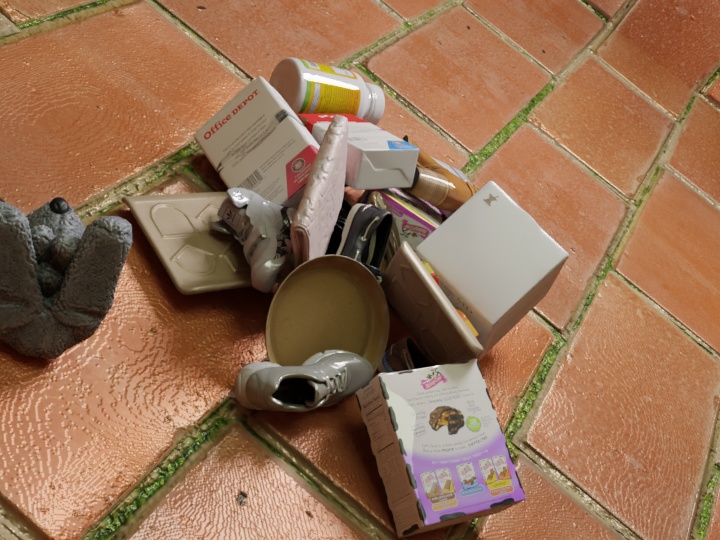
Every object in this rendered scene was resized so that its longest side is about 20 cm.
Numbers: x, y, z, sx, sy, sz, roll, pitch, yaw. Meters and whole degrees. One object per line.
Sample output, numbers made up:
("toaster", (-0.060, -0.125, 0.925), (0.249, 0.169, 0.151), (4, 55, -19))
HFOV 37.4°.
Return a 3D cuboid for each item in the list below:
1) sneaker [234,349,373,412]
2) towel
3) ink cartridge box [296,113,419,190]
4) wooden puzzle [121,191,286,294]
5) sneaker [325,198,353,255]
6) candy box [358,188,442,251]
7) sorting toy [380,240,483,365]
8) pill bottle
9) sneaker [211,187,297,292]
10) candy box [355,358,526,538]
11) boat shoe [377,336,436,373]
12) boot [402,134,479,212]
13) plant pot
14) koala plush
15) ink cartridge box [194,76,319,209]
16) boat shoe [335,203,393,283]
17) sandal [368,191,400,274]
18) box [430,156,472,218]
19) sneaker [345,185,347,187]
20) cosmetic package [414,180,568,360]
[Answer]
("sneaker", (-0.056, 0.151, 1.369), (0.199, 0.076, 0.092), (-7, 11, -34))
("towel", (-0.058, -0.085, 1.487), (0.032, 0.191, 0.201), (13, 58, 5))
("ink cartridge box", (-0.013, -0.194, 1.706), (0.116, 0.068, 0.200), (-6, 26, -35))
("wooden puzzle", (-0.224, -0.035, 1.509), (0.185, 0.046, 0.200), (-7, 48, -46))
("sneaker", (-0.037, -0.069, 1.651), (0.099, 0.070, 0.201), (64, 9, -50))
("candy box", (0.067, -0.097, 1.763), (0.136, 0.061, 0.200), (33, 14, -5))
("sorting toy", (0.101, 0.060, 1.518), (0.036, 0.200, 0.186), (-32, 79, -16))
("pill bottle", (-0.058, -0.311, 1.919), (0.199, 0.111, 0.111), (5, 45, -38))
("sneaker", (-0.153, -0.047, 1.477), (0.114, 0.075, 0.200), (26, 28, -7))
("candy box", (0.103, 0.228, 1.391), (0.167, 0.072, 0.201), (-5, 67, -32))
("boat shoe", (0.107, 0.180, 1.515), (0.200, 0.073, 0.072), (46, 35, 13))
("boot", (0.133, -0.147, 1.780), (0.154, 0.074, 0.200), (20, 25, -22))
("plant pot", (-0.048, 0.078, 1.440), (0.199, 0.202, 0.027), (7, 1, -36))
("koala plush", (-0.375, -0.013, 1.276), (0.176, 0.185, 0.200), (7, 22, -19))
("ink cartridge box", (-0.142, -0.173, 1.636), (0.200, 0.145, 0.084), (54, 9, 24))
("boat shoe", (0.000, 0.000, 1.550), (0.062, 0.201, 0.073), (7, -12, 35))
("sandal", (0.036, -0.021, 1.645), (0.080, 0.054, 0.201), (-71, 148, -69))
("box", (0.175, -0.133, 1.922), (0.156, 0.041, 0.200), (53, 19, 23))
("sneaker", (-0.062, -0.152, 1.770), (0.199, 0.067, 0.091), (5, 49, -30))
("cosmetic package", (0.190, 0.004, 1.635), (0.166, 0.200, 0.167), (-41, 75, -14))
